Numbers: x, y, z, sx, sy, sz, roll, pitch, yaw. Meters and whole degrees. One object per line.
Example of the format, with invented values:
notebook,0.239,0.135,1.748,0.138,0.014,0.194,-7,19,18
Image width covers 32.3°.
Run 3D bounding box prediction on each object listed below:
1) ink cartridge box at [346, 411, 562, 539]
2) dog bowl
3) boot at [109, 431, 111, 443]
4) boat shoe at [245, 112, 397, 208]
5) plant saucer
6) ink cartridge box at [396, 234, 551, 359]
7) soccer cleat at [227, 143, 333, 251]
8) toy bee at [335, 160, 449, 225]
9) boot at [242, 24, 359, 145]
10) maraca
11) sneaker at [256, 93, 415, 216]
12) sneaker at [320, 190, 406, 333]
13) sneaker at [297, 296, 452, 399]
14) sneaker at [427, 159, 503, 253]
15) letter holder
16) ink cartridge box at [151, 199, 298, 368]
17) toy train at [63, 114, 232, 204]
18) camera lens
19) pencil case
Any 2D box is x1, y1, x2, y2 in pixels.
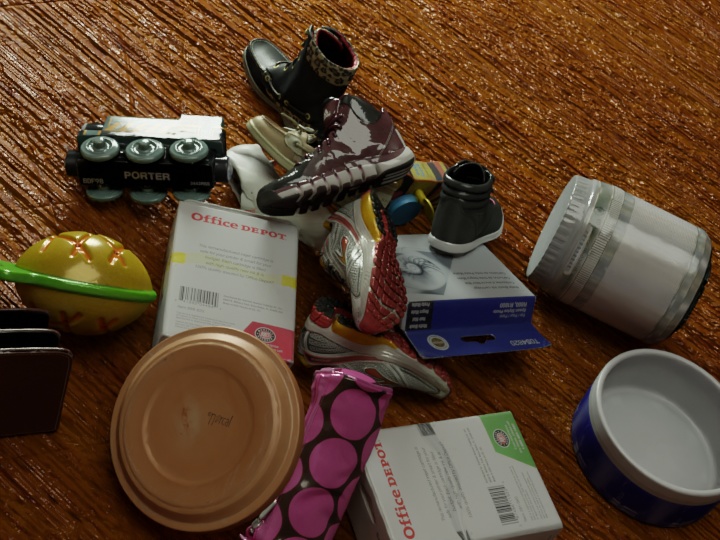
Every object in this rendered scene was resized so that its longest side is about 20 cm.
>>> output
ink cartridge box,0.089,0.239,1.304,0.198,0.085,0.147,-4,52,-25
dog bowl,0.352,0.195,1.458,0.198,0.079,0.201,12,48,-13
boot,-0.158,0.163,1.296,0.198,0.075,0.097,4,23,-6
boat shoe,-0.048,-0.135,1.512,0.199,0.063,0.073,35,11,1
plant saucer,-0.152,0.151,1.202,0.198,0.032,0.202,-4,73,14
ink cartridge box,0.106,0.023,1.477,0.198,0.041,0.200,-3,36,-34
soccer cleat,-0.103,-0.080,1.517,0.077,0.070,0.200,-30,60,-33
toy bee,0.053,-0.108,1.575,0.131,0.109,0.199,45,49,16
boot,-0.076,-0.271,1.627,0.073,0.154,0.204,-15,58,-32
maraca,-0.312,0.010,1.305,0.199,0.137,0.108,11,88,-26
sneaker,-0.043,-0.140,1.445,0.199,0.076,0.116,-18,78,-22
sneaker,0.000,0.000,1.387,0.078,0.082,0.201,55,18,-36
sneaker,0.016,0.101,1.410,0.199,0.082,0.078,25,19,-21
sneaker,0.147,-0.092,1.561,0.070,0.100,0.200,22,22,17
letter holder,-0.390,0.086,1.194,0.198,0.143,0.101,-4,53,-25
ink cartridge box,-0.149,0.032,1.383,0.144,0.084,0.201,13,47,-13
toy train,-0.247,-0.137,1.476,0.198,0.086,0.114,2,38,2
camera lens,0.330,-0.013,1.571,0.199,0.160,0.160,26,46,0
pencil case,-0.043,0.191,1.220,0.093,0.091,0.201,28,79,-28
